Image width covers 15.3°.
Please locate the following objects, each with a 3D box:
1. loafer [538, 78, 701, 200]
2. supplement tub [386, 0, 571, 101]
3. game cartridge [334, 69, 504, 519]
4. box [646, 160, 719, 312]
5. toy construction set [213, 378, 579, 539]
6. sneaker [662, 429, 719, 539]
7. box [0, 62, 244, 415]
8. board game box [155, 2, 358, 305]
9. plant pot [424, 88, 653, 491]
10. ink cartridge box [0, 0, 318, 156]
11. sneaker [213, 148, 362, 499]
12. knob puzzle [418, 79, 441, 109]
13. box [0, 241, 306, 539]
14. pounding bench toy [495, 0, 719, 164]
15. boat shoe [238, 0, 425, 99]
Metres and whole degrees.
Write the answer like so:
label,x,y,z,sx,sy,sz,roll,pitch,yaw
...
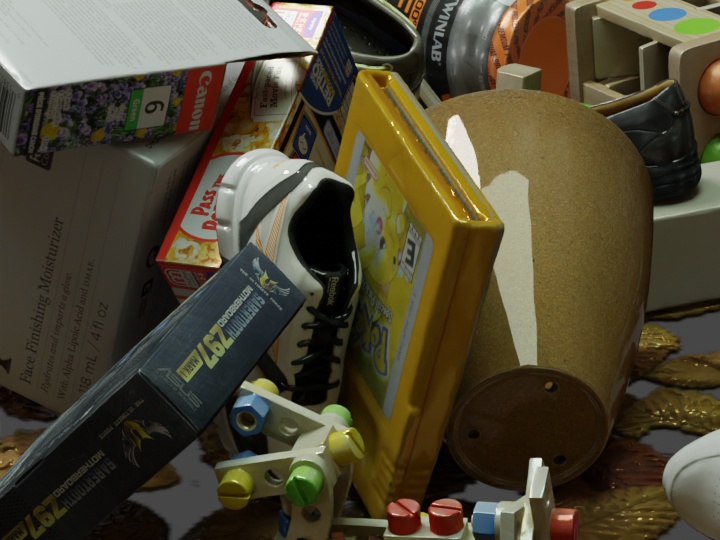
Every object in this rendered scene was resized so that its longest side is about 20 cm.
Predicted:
label,x,y,z,sx,sy,sz,roll,pitch,yaw
loafer,0.118,-0.083,1.729,0.199,0.073,0.073,-6,22,3
supplement tub,0.068,-0.181,2.067,0.199,0.123,0.122,16,31,41
game cartridge,0.014,0.015,1.509,0.032,0.201,0.177,3,30,-24
box,0.174,-0.016,1.741,0.199,0.069,0.082,-9,23,-10
toy construction set,0.026,0.128,1.369,0.199,0.132,0.092,8,28,28
sneaker,0.229,0.134,1.381,0.199,0.075,0.099,17,31,41
box,-0.155,-0.044,1.678,0.130,0.200,0.200,24,32,14
board game box,-0.047,-0.039,1.639,0.046,0.152,0.201,6,55,24
plant pot,0.091,0.027,1.560,0.185,0.187,0.201,-5,38,1
ink cartridge box,-0.137,-0.125,1.575,0.199,0.051,0.109,-10,40,-34
sneaker,-0.038,0.033,1.511,0.073,0.201,0.080,-10,10,-39
knob puzzle,0.038,-0.122,1.854,0.030,0.220,0.220,-37,30,-6
box,-0.131,0.087,1.452,0.200,0.051,0.158,-41,7,31
pounding bench toy,0.211,-0.117,1.890,0.199,0.125,0.156,-17,27,-25
boat shoe,-0.046,-0.171,1.719,0.201,0.060,0.072,31,57,10
